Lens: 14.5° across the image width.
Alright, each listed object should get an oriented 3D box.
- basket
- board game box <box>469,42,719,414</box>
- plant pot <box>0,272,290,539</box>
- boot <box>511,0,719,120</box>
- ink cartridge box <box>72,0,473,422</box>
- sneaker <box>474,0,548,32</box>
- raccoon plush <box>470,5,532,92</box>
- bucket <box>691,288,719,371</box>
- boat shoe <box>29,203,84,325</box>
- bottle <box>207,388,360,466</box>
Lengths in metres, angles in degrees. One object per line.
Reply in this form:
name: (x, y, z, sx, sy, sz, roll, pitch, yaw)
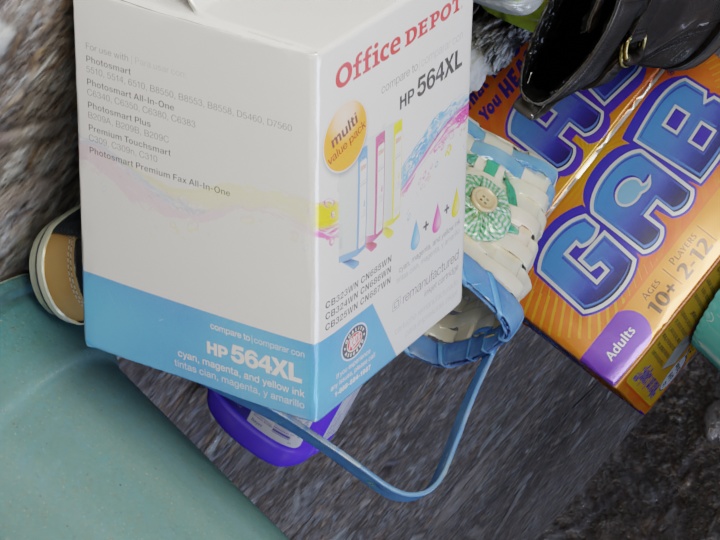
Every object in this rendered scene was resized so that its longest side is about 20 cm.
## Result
basket: (0.000, 0.000, 1.505, 0.200, 0.176, 0.139, -62, -170, -18)
board game box: (0.158, -0.052, 1.822, 0.200, 0.200, 0.200, -52, 167, 0)
plant pot: (-0.139, 0.138, 1.357, 0.200, 0.196, 0.200, -48, 167, -15)
boot: (0.171, -0.171, 1.542, 0.174, 0.069, 0.200, -16, 137, -57)
ink cartridge box: (-0.036, -0.063, 1.220, 0.129, 0.125, 0.200, -38, 138, -47)
sneaker: (0.083, -0.191, 1.530, 0.200, 0.076, 0.105, 8, 103, -77)
raccoon plush: (0.134, -0.190, 1.640, 0.200, 0.097, 0.134, -46, 158, -22)
bucket: (0.317, 0.020, 1.812, 0.207, 0.135, 0.207, -49, 167, -15)
boat shoe: (-0.074, -0.032, 1.370, 0.200, 0.062, 0.075, -35, 115, -43)
bottle: (-0.023, 0.025, 1.682, 0.065, 0.083, 0.200, -34, 157, -50)
